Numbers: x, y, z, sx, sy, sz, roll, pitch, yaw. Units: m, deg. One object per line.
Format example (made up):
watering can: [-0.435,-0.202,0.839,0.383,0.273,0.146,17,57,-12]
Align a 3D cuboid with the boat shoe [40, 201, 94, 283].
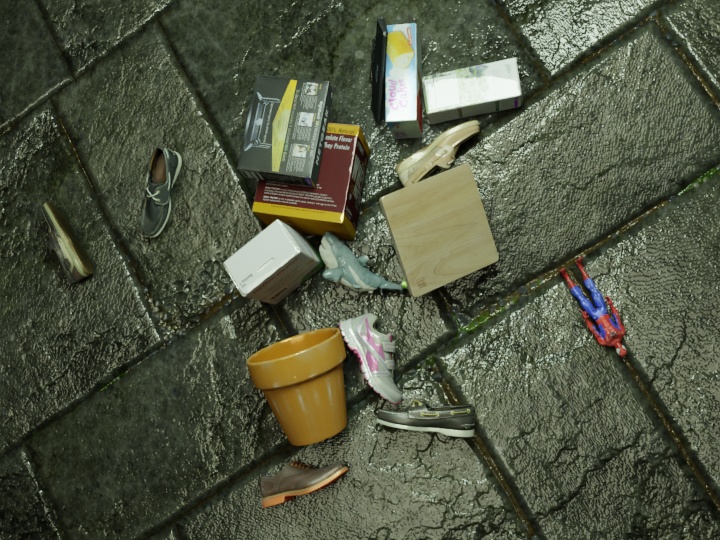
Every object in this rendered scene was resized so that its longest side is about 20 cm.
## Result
boat shoe: [-0.685,-0.063,1.651,0.064,0.073,0.202,-33,78,1]

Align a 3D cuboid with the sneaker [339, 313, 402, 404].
sneaker: [0.038,0.173,1.462,0.087,0.081,0.203,-30,83,2]

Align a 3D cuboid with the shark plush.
shark plush: [0.000,0.000,1.484,0.197,0.091,0.085,28,100,10]

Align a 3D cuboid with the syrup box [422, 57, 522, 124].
syrup box: [0.230,-0.367,1.486,0.195,0.081,0.081,-9,83,10]

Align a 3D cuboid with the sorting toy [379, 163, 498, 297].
sorting toy: [0.148,-0.080,1.424,0.196,0.069,0.203,-22,98,-15]

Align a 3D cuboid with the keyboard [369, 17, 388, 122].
keyboard: [0.038,-0.420,1.496,0.020,0.203,0.129,-3,41,-9]

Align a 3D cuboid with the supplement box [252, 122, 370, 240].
supplement box: [-0.097,-0.189,1.500,0.192,0.133,0.205,8,80,13]

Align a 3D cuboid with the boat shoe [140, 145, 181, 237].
boat shoe: [-0.460,-0.177,1.620,0.070,0.068,0.205,13,88,12]

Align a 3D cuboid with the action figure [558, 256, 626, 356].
action figure: [0.458,0.076,1.402,0.065,0.052,0.203,-29,80,3]

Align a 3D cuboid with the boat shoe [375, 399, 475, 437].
boat shoe: [0.129,0.288,1.435,0.196,0.072,0.062,5,87,5]

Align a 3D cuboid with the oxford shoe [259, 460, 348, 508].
oxford shoe: [-0.120,0.420,1.473,0.196,0.071,0.074,-22,74,9]

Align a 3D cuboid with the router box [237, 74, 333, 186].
router box: [-0.147,-0.278,1.432,0.153,0.052,0.205,9,79,12]

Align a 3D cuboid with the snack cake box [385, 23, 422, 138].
snack cake box: [0.091,-0.390,1.501,0.065,0.115,0.206,-1,82,9]

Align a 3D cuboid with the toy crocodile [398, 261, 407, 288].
toy crocodile: [0.122,-0.060,1.481,0.066,0.062,0.205,15,87,13]

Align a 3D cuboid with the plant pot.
plant pot: [-0.108,0.236,1.441,0.196,0.200,0.188,-16,96,9]

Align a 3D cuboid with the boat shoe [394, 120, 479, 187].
boat shoe: [0.167,-0.237,1.494,0.198,0.071,0.065,-32,84,15]

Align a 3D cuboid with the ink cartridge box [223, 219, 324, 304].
ink cartridge box: [-0.171,-0.013,1.468,0.144,0.200,0.085,-38,78,5]
